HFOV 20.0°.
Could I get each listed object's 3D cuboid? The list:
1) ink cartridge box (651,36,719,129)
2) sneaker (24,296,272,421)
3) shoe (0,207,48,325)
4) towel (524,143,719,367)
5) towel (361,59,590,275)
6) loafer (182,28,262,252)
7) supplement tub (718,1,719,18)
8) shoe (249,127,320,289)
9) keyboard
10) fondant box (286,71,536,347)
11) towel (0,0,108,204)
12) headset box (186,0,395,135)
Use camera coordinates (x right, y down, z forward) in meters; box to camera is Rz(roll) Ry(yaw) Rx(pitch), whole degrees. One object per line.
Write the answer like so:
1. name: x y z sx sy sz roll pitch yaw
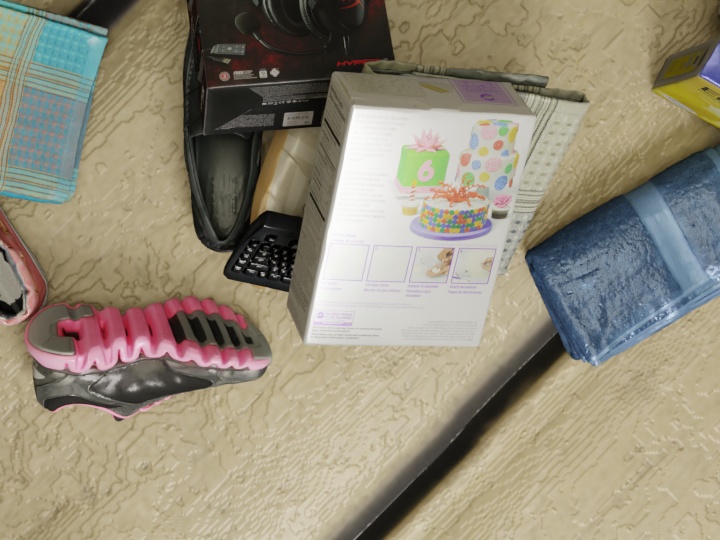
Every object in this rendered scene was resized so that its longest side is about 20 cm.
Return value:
1. ink cartridge box: 0.340 -0.115 1.586 0.196 0.200 0.047 30 90 -5
2. sneaker: -0.171 0.078 1.635 0.198 0.079 0.096 2 127 -13
3. shoe: -0.317 -0.042 1.598 0.071 0.091 0.201 -38 95 -1
4. towel: 0.240 -0.014 1.661 0.199 0.049 0.112 -29 94 -2
5. towel: 0.061 -0.080 1.581 0.191 0.035 0.201 7 134 -21
6. loafer: -0.107 -0.116 1.618 0.067 0.070 0.203 -1 92 -4
7. supplement tub: 0.396 -0.199 1.624 0.199 0.123 0.123 31 91 -6
8. shoe: -0.046 -0.081 1.624 0.053 0.070 0.202 14 90 10
9. keyboard: 0.000 0.000 1.596 0.198 0.040 0.104 10 133 -25
10. fondant box: 0.035 -0.042 1.513 0.143 0.058 0.202 2 121 -19
11. towel: -0.281 -0.133 1.563 0.022 0.199 0.148 16 93 38
12. headset box: -0.060 -0.213 1.578 0.147 0.075 0.202 -4 65 -9
